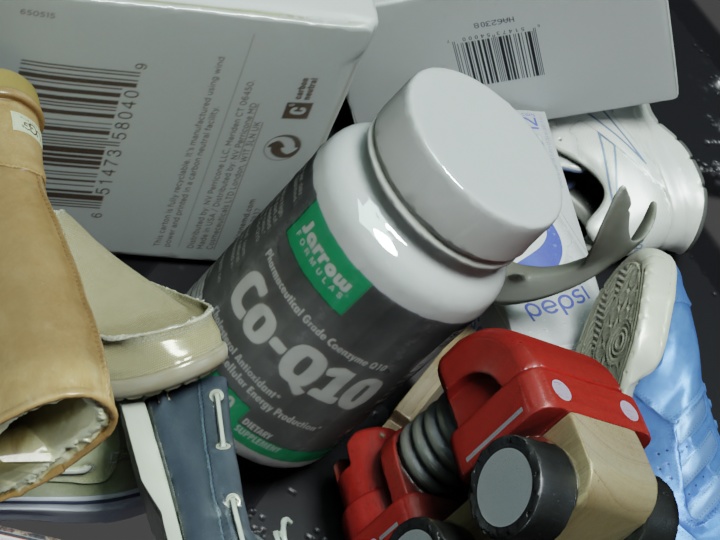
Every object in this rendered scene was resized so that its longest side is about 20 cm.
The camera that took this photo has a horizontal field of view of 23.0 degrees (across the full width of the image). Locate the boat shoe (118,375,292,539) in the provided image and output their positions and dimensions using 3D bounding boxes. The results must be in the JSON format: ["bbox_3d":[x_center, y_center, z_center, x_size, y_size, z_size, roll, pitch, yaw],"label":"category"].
[{"bbox_3d":[-0.056,0.139,0.807,0.061,0.075,0.201,-18,57,-11],"label":"boat shoe"}]

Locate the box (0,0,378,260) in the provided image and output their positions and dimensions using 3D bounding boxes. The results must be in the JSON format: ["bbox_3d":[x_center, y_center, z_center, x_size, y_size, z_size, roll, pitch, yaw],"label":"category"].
[{"bbox_3d":[-0.120,-0.133,0.957,0.198,0.200,0.173,3,52,-20],"label":"box"}]

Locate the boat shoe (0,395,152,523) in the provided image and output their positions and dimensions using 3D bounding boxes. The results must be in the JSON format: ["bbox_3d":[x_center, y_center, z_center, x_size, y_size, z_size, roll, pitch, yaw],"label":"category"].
[{"bbox_3d":[-0.153,0.083,0.863,0.198,0.062,0.072,-8,56,-27],"label":"boat shoe"}]

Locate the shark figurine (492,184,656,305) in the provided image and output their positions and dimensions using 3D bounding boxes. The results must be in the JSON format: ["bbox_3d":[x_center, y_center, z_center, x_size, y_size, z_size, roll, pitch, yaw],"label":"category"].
[{"bbox_3d":[0.050,-0.021,0.943,0.214,0.129,0.089,28,-4,46],"label":"shark figurine"}]

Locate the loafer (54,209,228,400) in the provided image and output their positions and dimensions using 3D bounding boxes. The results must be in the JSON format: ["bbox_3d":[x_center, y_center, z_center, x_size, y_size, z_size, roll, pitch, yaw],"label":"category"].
[{"bbox_3d":[-0.151,0.009,0.866,0.198,0.069,0.075,15,26,31],"label":"loafer"}]

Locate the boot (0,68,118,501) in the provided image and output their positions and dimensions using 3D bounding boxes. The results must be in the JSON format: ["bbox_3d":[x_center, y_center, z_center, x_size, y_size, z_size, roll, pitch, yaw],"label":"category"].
[{"bbox_3d":[-0.199,0.021,0.800,0.066,0.174,0.201,34,29,-46],"label":"boot"}]

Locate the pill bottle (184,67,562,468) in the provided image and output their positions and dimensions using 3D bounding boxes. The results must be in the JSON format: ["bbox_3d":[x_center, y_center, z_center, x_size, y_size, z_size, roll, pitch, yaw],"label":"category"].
[{"bbox_3d":[0.000,0.000,0.870,0.112,0.200,0.114,28,37,-24],"label":"pill bottle"}]

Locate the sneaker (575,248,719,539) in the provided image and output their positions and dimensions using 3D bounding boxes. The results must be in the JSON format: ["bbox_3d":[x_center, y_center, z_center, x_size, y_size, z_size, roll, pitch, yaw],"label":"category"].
[{"bbox_3d":[0.167,0.094,0.903,0.110,0.077,0.202,18,64,-18],"label":"sneaker"}]

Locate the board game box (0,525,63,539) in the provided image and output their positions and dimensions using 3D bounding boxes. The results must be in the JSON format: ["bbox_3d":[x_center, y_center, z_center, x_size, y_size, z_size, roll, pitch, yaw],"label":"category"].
[{"bbox_3d":[-0.177,0.212,0.729,0.158,0.097,0.201,14,49,-9],"label":"board game box"}]

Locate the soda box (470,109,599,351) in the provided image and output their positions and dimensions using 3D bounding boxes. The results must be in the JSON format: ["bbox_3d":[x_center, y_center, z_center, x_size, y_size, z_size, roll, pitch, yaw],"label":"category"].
[{"bbox_3d":[0.090,0.002,1.016,0.063,0.069,0.202,2,53,-18],"label":"soda box"}]

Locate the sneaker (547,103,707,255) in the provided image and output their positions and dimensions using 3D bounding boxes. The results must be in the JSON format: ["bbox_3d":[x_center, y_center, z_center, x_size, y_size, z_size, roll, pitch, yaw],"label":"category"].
[{"bbox_3d":[0.141,-0.094,1.111,0.086,0.075,0.201,-12,57,-22],"label":"sneaker"}]

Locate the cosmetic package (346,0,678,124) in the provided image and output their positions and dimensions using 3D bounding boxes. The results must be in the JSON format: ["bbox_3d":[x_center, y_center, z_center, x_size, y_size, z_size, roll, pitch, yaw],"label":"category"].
[{"bbox_3d":[0.083,-0.200,1.090,0.197,0.123,0.202,-8,52,10],"label":"cosmetic package"}]

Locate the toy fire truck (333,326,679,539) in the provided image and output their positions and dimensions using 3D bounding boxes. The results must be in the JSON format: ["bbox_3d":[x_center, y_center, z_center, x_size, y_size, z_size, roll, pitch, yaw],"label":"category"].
[{"bbox_3d":[0.055,0.086,0.874,0.128,0.176,0.201,17,40,-38],"label":"toy fire truck"}]
